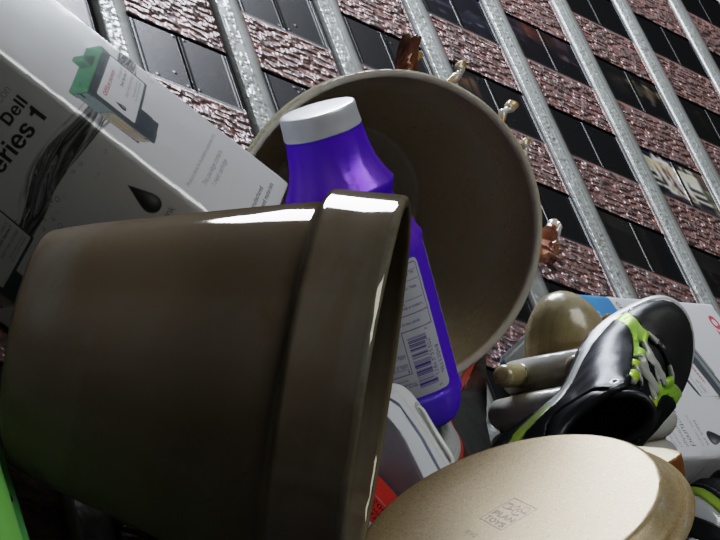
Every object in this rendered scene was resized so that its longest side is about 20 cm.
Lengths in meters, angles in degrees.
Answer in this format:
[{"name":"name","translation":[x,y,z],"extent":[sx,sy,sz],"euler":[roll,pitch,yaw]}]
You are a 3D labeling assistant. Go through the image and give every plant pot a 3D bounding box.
[{"name":"plant pot","translation":[-0.074,0.053,1.009],"extent":[0.172,0.202,0.201],"euler":[8,31,5]}]

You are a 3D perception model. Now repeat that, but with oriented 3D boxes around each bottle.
[{"name":"bottle","translation":[0.000,0.000,1.246],"extent":[0.065,0.083,0.202],"euler":[-99,173,-76]}]

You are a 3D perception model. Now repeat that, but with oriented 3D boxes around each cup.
[{"name":"cup","translation":[0.002,-0.036,1.348],"extent":[0.200,0.201,0.143],"euler":[35,3,-17]}]

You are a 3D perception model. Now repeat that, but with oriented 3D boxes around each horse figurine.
[{"name":"horse figurine","translation":[0.083,-0.096,1.635],"extent":[0.200,0.050,0.133],"euler":[37,45,-31]}]

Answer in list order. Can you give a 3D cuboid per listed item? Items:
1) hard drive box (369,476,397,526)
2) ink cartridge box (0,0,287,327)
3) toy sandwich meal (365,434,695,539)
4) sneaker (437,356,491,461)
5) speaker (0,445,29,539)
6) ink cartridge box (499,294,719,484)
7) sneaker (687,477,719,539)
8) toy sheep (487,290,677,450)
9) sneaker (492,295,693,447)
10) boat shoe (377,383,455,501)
[{"name":"hard drive box","translation":[-0.017,0.202,1.098],"extent":[0.156,0.077,0.200],"euler":[47,28,4]},{"name":"ink cartridge box","translation":[-0.164,-0.044,1.157],"extent":[0.199,0.146,0.085],"euler":[37,31,-12]},{"name":"toy sandwich meal","translation":[0.086,0.151,1.074],"extent":[0.205,0.203,0.071],"euler":[-60,135,-61]},{"name":"sneaker","translation":[0.049,0.110,1.337],"extent":[0.082,0.076,0.200],"euler":[63,23,-23]},{"name":"speaker","translation":[-0.199,0.116,0.966],"extent":[0.088,0.088,0.201],"euler":[15,40,-42]},{"name":"ink cartridge box","translation":[0.216,0.100,1.526],"extent":[0.199,0.084,0.145],"euler":[4,48,-51]},{"name":"sneaker","translation":[0.262,0.238,1.447],"extent":[0.083,0.072,0.201],"euler":[-34,90,-21]},{"name":"toy sheep","translation":[0.145,0.113,1.371],"extent":[0.137,0.137,0.202],"euler":[-3,85,-54]},{"name":"sneaker","translation":[0.155,0.086,1.248],"extent":[0.200,0.083,0.072],"euler":[-45,106,-34]},{"name":"boat shoe","translation":[0.050,0.157,1.205],"extent":[0.065,0.073,0.202],"euler":[-33,103,-61]}]
